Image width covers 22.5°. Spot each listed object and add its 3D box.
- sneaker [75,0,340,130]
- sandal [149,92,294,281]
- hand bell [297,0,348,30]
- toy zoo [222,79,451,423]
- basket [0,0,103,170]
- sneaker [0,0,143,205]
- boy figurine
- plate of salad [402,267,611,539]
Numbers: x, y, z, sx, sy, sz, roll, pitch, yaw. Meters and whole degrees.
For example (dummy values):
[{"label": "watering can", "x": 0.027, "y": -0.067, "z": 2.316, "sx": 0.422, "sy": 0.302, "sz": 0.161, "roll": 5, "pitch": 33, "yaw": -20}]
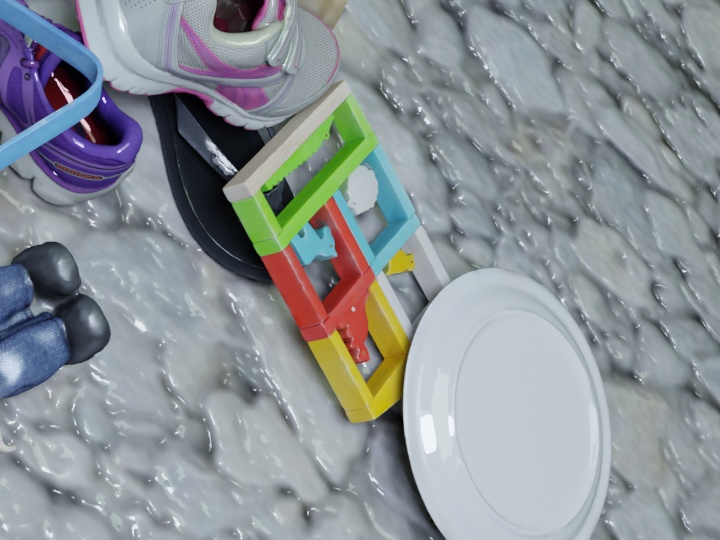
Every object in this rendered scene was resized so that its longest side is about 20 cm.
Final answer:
[{"label": "sneaker", "x": -0.066, "y": -0.137, "z": 1.040, "sx": 0.199, "sy": 0.088, "sz": 0.082, "roll": 0, "pitch": 71, "yaw": -56}, {"label": "sandal", "x": -0.087, "y": -0.086, "z": 1.101, "sx": 0.076, "sy": 0.043, "sz": 0.202, "roll": -23, "pitch": 88, "yaw": -40}, {"label": "hand bell", "x": -0.104, "y": -0.219, "z": 1.127, "sx": 0.198, "sy": 0.104, "sz": 0.105, "roll": 13, "pitch": 65, "yaw": -19}, {"label": "toy zoo", "x": 0.000, "y": 0.000, "z": 1.120, "sx": 0.131, "sy": 0.020, "sz": 0.201, "roll": -49, "pitch": 118, "yaw": -46}, {"label": "basket", "x": -0.251, "y": -0.108, "z": 0.908, "sx": 0.199, "sy": 0.140, "sz": 0.176, "roll": 37, "pitch": 51, "yaw": 17}, {"label": "sneaker", "x": -0.193, "y": -0.130, "z": 1.012, "sx": 0.200, "sy": 0.083, "sz": 0.081, "roll": 46, "pitch": 52, "yaw": -13}, {"label": "boy figurine", "x": -0.228, "y": 0.049, "z": 0.932, "sx": 0.199, "sy": 0.064, "sz": 0.125, "roll": -29, "pitch": 94, "yaw": -43}, {"label": "plate of salad", "x": 0.091, "y": 0.099, "z": 1.165, "sx": 0.199, "sy": 0.048, "sz": 0.202, "roll": 12, "pitch": 72, "yaw": -43}]
